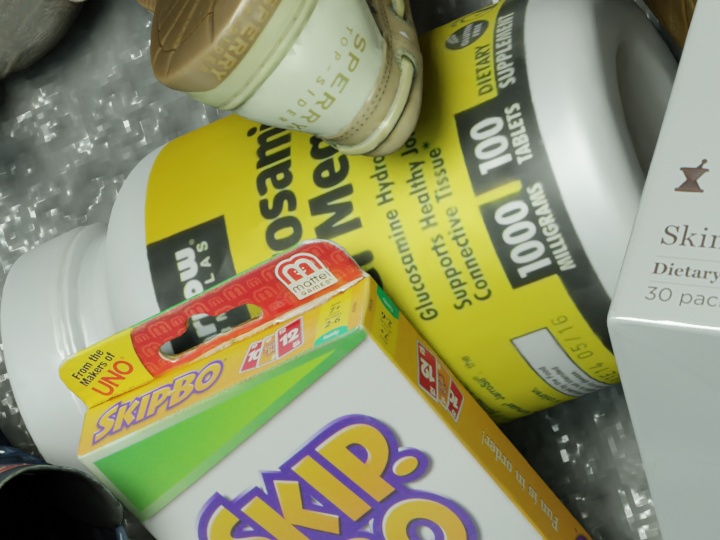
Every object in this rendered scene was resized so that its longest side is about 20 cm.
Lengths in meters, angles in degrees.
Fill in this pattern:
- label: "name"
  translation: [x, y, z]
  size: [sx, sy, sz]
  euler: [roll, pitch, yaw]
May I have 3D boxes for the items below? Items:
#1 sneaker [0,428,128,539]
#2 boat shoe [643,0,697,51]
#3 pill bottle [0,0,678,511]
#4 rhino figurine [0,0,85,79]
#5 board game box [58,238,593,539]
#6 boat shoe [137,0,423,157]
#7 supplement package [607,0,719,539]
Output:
- label: "sneaker"
  translation: [-0.103, 0.069, 0.733]
  size: [0.200, 0.075, 0.085]
  euler: [51, 141, 39]
- label: "boat shoe"
  translation: [0.092, -0.126, 0.761]
  size: [0.069, 0.071, 0.200]
  euler: [-30, 70, -6]
- label: "pill bottle"
  translation: [0.000, 0.000, 0.771]
  size: [0.199, 0.112, 0.113]
  euler: [-22, 83, 22]
- label: "rhino figurine"
  translation: [-0.097, -0.110, 0.829]
  size: [0.060, 0.088, 0.200]
  euler: [43, 107, -13]
- label: "board game box"
  translation: [0.008, 0.079, 0.747]
  size: [0.095, 0.030, 0.200]
  euler: [-25, 121, 24]
- label: "boat shoe"
  translation: [-0.021, -0.083, 0.755]
  size: [0.063, 0.200, 0.073]
  euler: [32, 111, -16]
- label: "supplement package"
  translation: [0.177, 0.021, 0.645]
  size: [0.199, 0.156, 0.111]
  euler: [6, 56, 19]
